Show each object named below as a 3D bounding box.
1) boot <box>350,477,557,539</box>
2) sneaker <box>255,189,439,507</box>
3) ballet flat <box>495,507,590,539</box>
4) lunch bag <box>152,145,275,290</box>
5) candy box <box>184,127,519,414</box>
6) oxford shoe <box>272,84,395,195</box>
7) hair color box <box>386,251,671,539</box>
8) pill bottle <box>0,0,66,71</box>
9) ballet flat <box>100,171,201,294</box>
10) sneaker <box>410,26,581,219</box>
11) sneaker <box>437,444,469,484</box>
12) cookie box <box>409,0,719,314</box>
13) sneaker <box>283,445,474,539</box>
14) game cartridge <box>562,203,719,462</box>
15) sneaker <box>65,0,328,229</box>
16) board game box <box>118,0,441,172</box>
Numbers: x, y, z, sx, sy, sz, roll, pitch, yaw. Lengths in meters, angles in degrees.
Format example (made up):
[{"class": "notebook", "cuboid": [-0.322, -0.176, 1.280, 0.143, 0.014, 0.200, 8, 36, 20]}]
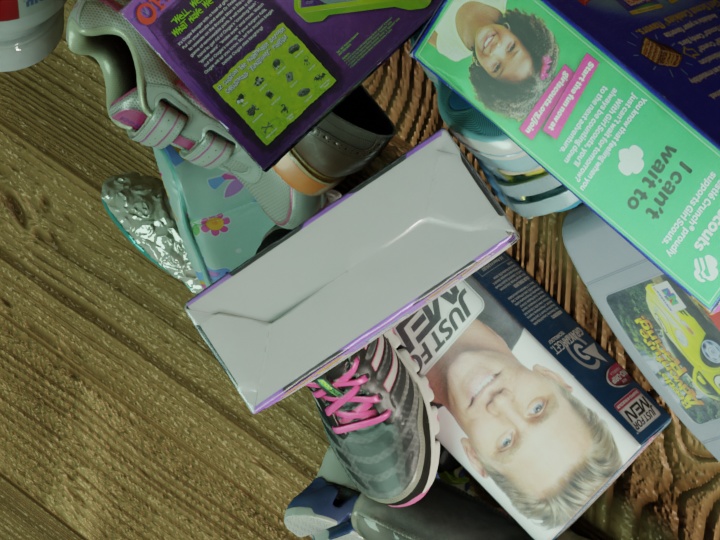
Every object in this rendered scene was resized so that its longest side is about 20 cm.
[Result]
[{"class": "boot", "cuboid": [0.116, 0.191, 1.844, 0.199, 0.073, 0.182, 15, 176, 37]}, {"class": "sneaker", "cuboid": [-0.016, 0.054, 1.748, 0.073, 0.087, 0.201, -14, 98, 29]}, {"class": "ballet flat", "cuboid": [0.159, 0.227, 1.925, 0.071, 0.069, 0.200, -26, 107, 42]}, {"class": "lunch bag", "cuboid": [-0.081, -0.044, 1.863, 0.161, 0.077, 0.201, -113, 3, -53]}, {"class": "candy box", "cuboid": [0.000, 0.000, 1.600, 0.072, 0.167, 0.200, 56, -177, 2]}, {"class": "oxford shoe", "cuboid": [-0.054, -0.139, 1.631, 0.073, 0.071, 0.200, -28, 107, 39]}, {"class": "hair color box", "cuboid": [0.082, 0.060, 1.787, 0.200, 0.060, 0.100, 45, 118, 8]}, {"class": "pill bottle", "cuboid": [-0.240, -0.227, 1.887, 0.112, 0.112, 0.200, 35, 148, 24]}, {"class": "ballet flat", "cuboid": [-0.089, -0.008, 1.999, 0.200, 0.072, 0.072, 45, 151, 5]}, {"class": "sneaker", "cuboid": [0.097, -0.072, 1.591, 0.131, 0.079, 0.200, 57, -173, -24]}, {"class": "sneaker", "cuboid": [0.026, 0.048, 1.869, 0.200, 0.083, 0.072, 56, 150, -11]}, {"class": "cookie box", "cuboid": [0.152, -0.085, 1.440, 0.200, 0.171, 0.075, 41, 120, 16]}, {"class": "sneaker", "cuboid": [0.053, 0.155, 1.965, 0.199, 0.116, 0.080, 28, 160, -23]}, {"class": "game cartridge", "cuboid": [0.202, 0.034, 1.661, 0.200, 0.041, 0.133, 53, 155, -6]}, {"class": "sneaker", "cuboid": [-0.101, -0.097, 1.704, 0.200, 0.088, 0.081, 49, 152, 2]}, {"class": "board game box", "cuboid": [-0.019, -0.164, 1.581, 0.120, 0.200, 0.032, 48, -179, 0]}]
